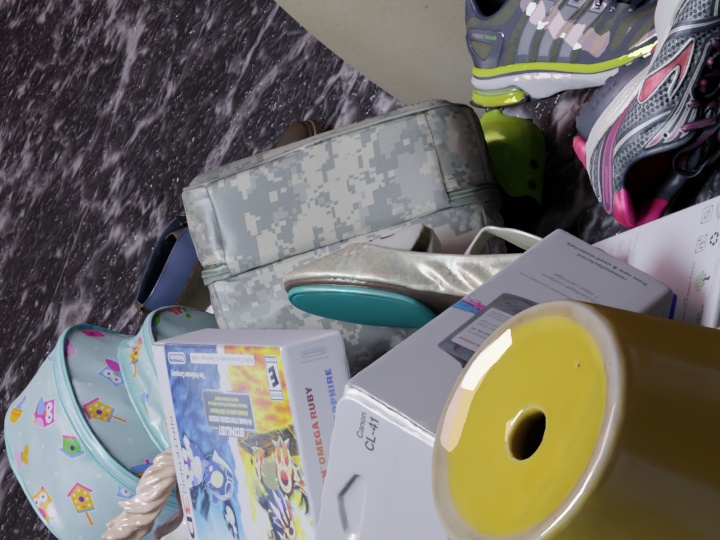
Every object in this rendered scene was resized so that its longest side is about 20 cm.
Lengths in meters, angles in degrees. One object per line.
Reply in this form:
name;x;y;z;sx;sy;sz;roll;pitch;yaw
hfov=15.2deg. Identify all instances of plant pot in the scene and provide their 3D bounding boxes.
plant pot;0.016;-0.218;1.864;0.187;0.200;0.188;-47;31;40
plant pot;0.144;0.105;1.296;0.201;0.189;0.201;-34;44;39

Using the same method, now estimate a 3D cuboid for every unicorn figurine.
unicorn figurine;-0.060;0.168;1.715;0.074;0.200;0.138;22;87;50

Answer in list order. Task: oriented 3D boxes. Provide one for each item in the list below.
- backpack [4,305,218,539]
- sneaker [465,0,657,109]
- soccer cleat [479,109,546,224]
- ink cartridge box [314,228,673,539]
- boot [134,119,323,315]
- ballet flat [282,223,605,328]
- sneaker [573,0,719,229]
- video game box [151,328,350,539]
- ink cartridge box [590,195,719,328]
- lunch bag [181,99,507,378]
backpack;-0.137;0.117;1.855;0.153;0.200;0.176;-52;48;34
sneaker;0.137;-0.154;1.639;0.200;0.074;0.081;-13;101;38
soccer cleat;0.053;-0.036;1.801;0.200;0.067;0.081;-37;44;46
ink cartridge box;0.072;0.089;1.441;0.200;0.086;0.148;-36;-35;-43
boot;-0.098;-0.035;2.073;0.075;0.097;0.200;9;78;65
ballet flat;0.053;0.004;1.578;0.200;0.067;0.062;7;69;21
sneaker;0.199;-0.109;1.542;0.200;0.080;0.075;-59;31;35
video game box;-0.053;0.127;1.575;0.200;0.047;0.183;-3;101;64
ink cartridge box;0.162;0.025;1.548;0.200;0.039;0.100;-20;52;57
lunch bag;0.000;0.000;1.681;0.139;0.200;0.168;13;-120;-82
